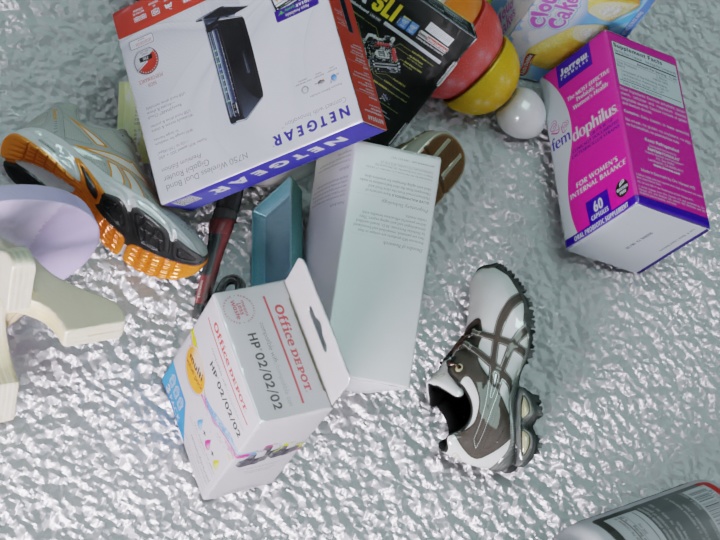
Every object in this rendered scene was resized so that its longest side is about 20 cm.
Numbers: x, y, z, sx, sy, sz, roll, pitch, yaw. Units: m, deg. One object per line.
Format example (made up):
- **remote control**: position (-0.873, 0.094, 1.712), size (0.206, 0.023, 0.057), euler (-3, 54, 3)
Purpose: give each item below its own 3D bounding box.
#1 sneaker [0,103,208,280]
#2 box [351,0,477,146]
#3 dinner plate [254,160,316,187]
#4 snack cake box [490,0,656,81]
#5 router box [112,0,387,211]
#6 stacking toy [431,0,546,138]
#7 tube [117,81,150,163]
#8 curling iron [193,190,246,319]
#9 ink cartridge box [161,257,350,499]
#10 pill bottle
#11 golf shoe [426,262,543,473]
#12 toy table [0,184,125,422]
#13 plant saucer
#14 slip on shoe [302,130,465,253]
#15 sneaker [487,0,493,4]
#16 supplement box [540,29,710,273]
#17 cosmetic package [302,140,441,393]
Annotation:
- **sneaker**: position (-0.204, -0.077, 1.524), size (0.200, 0.076, 0.092), euler (37, 49, -1)
- **box**: position (-0.023, -0.206, 1.570), size (0.200, 0.160, 0.049), euler (32, 20, -17)
- **dinner plate**: position (-0.096, -0.176, 1.622), size (0.200, 0.024, 0.200), euler (6, 78, -27)
- **snack cake box**: position (0.209, -0.266, 1.733), size (0.115, 0.200, 0.067), euler (8, 59, -19)
- **router box**: position (-0.095, -0.168, 1.483), size (0.049, 0.200, 0.180), euler (11, 60, -64)
- **stacking toy**: position (0.103, -0.199, 1.719), size (0.200, 0.146, 0.146), euler (44, 52, -19)
- **tube**: position (-0.119, -0.127, 1.553), size (0.200, 0.052, 0.058), euler (2, 44, 12)
- **curling iron**: position (-0.111, -0.038, 1.554), size (0.050, 0.026, 0.200), euler (8, 65, -4)
- **ink cartridge box**: position (-0.086, 0.087, 1.398), size (0.068, 0.200, 0.115), euler (-11, 66, -28)
- **pill bottle**: position (0.230, 0.256, 1.491), size (0.200, 0.114, 0.114), euler (-14, 68, -29)
- **golf shoe**: position (0.104, 0.079, 1.563), size (0.094, 0.078, 0.200), euler (7, 58, -19)
- **toy table**: position (-0.285, 0.018, 1.379), size (0.200, 0.184, 0.117), euler (-18, 53, -18)
- **plant saucer**: position (-0.072, 0.019, 1.528), size (0.019, 0.070, 0.200), euler (18, 55, -28)
- **slip on shoe**: position (0.012, -0.055, 1.616), size (0.200, 0.061, 0.076), euler (-49, 119, -20)
- **sneaker**: position (0.108, -0.313, 1.806), size (0.200, 0.074, 0.085), euler (18, 50, -24)
- **supplement box**: position (0.254, -0.115, 1.714), size (0.103, 0.101, 0.200), euler (17, 54, -33)
- **cosmetic package**: position (0.000, 0.000, 1.506), size (0.085, 0.108, 0.200), euler (10, 82, -20)
